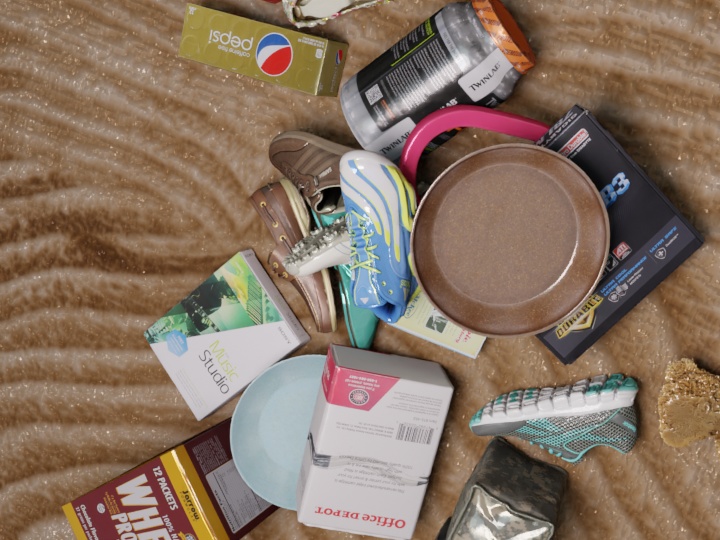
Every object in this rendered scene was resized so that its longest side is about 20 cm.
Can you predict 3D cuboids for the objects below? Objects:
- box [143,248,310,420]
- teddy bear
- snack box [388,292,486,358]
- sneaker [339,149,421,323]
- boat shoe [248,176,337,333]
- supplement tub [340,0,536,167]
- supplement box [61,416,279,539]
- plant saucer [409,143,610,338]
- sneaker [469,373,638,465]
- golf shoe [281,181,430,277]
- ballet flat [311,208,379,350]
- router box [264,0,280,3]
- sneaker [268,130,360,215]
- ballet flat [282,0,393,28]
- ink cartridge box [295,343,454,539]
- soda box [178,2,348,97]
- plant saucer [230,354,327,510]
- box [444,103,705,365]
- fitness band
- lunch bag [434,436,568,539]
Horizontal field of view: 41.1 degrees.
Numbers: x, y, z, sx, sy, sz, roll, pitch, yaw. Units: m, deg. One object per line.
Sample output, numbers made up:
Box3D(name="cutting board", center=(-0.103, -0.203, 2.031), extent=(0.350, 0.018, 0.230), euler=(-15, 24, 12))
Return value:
Box3D(name="box", center=(-0.180, 0.087, 1.269), extent=(0.200, 0.036, 0.145), euler=(-38, 83, 22))
Box3D(name="teddy bear", center=(0.416, 0.148, 1.014), extent=(0.198, 0.067, 0.146), euler=(-13, 102, 18))
Box3D(name="snack box", center=(0.121, -0.008, 1.101), extent=(0.115, 0.037, 0.201), euler=(22, 108, -8))
Box3D(name="sneaker", center=(0.021, -0.024, 0.991), extent=(0.075, 0.106, 0.201), euler=(-3, 136, 27))
Box3D(name="boat shoe", center=(-0.081, -0.014, 1.181), extent=(0.067, 0.072, 0.202), euler=(-19, 84, -7))
Box3D(name="supplement tub", center=(0.086, -0.210, 1.063), extent=(0.199, 0.122, 0.123), euler=(-33, 85, 25))
Box3D(name="supplement box", center=(-0.225, 0.293, 1.229), extent=(0.196, 0.200, 0.134), euler=(-29, 86, 24))
Box3D(name="plant saucer", center=(0.148, -0.031, 0.967), extent=(0.198, 0.037, 0.202), euler=(0, 107, 0))
Box3D(name="sneaker", center=(0.221, 0.180, 1.092), extent=(0.199, 0.078, 0.092), euler=(-12, 97, 26))
Box3D(name="golf shoe", center=(0.011, -0.024, 1.108), extent=(0.199, 0.078, 0.098), euler=(-26, 107, -12))
Box3D(name="ballet flat", center=(0.000, 0.000, 1.165), extent=(0.070, 0.067, 0.202), euler=(-16, 94, 10))
Box3D(name="router box", center=(-0.079, -0.371, 1.066), extent=(0.178, 0.200, 0.049), euler=(-23, 88, 24))
Box3D(name="sneaker", center=(-0.050, -0.106, 1.101), extent=(0.199, 0.071, 0.076), euler=(17, 67, 44))
Box3D(name="ballet flat", center=(0.000, -0.325, 1.105), extent=(0.199, 0.064, 0.076), euler=(-19, 124, 20))
Box3D(name="ink cartridge box", center=(0.012, 0.205, 1.146), extent=(0.144, 0.084, 0.202), euler=(11, 104, -11))
Box3D(name="soda box", center=(-0.120, -0.269, 1.174), extent=(0.199, 0.064, 0.068), euler=(19, 105, 20))
Box3D(name="plant saucer", center=(-0.064, 0.199, 1.204), extent=(0.199, 0.039, 0.203), euler=(-2, 101, -9))
Box3D(name="box", center=(0.222, -0.035, 1.012), extent=(0.200, 0.050, 0.198), euler=(-43, 107, 11))
Box3D(name="fitness band", center=(0.138, -0.099, 1.029), extent=(0.198, 0.037, 0.145), euler=(12, 108, -8))
Box3D(name="lunch bag", center=(0.145, 0.317, 1.093), extent=(0.117, 0.164, 0.201), euler=(24, 106, 12))
